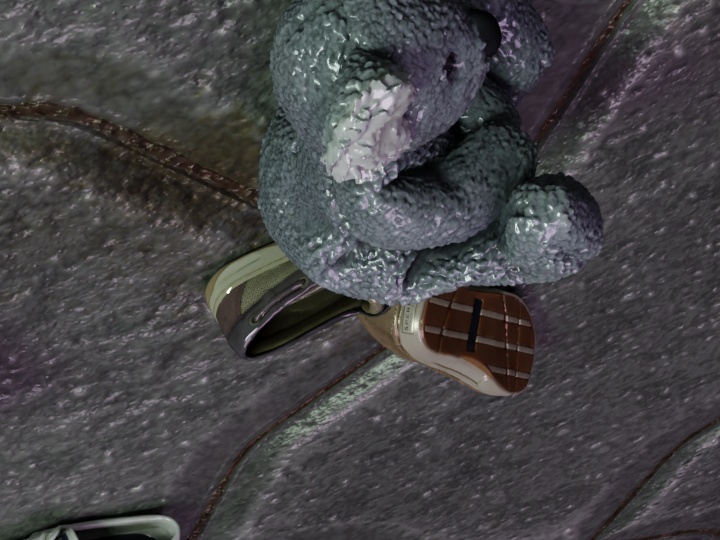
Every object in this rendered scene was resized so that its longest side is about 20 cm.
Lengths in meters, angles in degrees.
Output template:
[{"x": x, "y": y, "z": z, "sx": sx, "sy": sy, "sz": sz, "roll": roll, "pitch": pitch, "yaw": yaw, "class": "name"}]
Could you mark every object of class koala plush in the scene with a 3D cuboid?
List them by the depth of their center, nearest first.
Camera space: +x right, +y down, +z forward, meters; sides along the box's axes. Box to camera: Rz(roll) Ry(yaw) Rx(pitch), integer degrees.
[{"x": 0.011, "y": -0.086, "z": 0.857, "sx": 0.183, "sy": 0.178, "sz": 0.200, "roll": -17, "pitch": 154, "yaw": 9, "class": "koala plush"}]

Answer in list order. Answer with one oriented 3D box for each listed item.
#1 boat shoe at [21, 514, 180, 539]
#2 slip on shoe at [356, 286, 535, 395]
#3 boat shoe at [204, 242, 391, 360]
[{"x": -0.230, "y": 0.221, "z": 1.264, "sx": 0.200, "sy": 0.074, "sz": 0.065, "roll": -12, "pitch": 144, "yaw": -38, "class": "boat shoe"}, {"x": 0.065, "y": 0.045, "z": 1.195, "sx": 0.060, "sy": 0.076, "sz": 0.200, "roll": 6, "pitch": 174, "yaw": 32, "class": "slip on shoe"}, {"x": 0.000, "y": 0.000, "z": 1.072, "sx": 0.200, "sy": 0.065, "sz": 0.072, "roll": -23, "pitch": 147, "yaw": -3, "class": "boat shoe"}]
